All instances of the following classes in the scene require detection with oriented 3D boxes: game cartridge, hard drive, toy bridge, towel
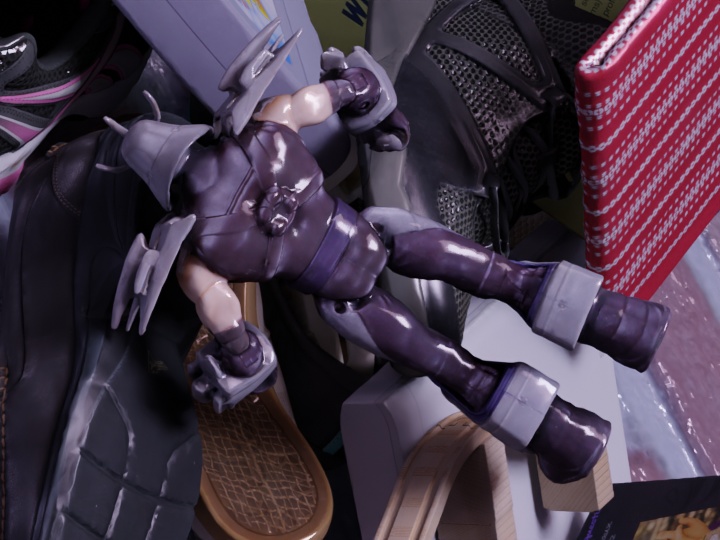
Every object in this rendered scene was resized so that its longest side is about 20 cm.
[{"bbox_3d":[-0.071,-0.125,0.886,0.200,0.040,0.134,49,19,-37],"label":"game cartridge"},{"bbox_3d":[0.056,0.075,0.956,0.200,0.026,0.133,-38,122,-56],"label":"hard drive"},{"bbox_3d":[0.042,0.087,0.873,0.200,0.027,0.068,-34,118,-57],"label":"toy bridge"},{"bbox_3d":[0.127,-0.068,0.924,0.022,0.200,0.145,31,68,22],"label":"towel"}]

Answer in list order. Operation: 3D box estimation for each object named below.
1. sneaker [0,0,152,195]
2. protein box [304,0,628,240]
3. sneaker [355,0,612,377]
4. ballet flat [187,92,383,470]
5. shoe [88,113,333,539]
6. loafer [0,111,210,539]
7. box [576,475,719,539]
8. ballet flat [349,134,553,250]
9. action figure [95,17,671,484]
[{"bbox_3d":[-0.113,-0.099,0.896,0.080,0.086,0.200,33,36,-8],"label":"sneaker"},{"bbox_3d":[0.096,-0.153,1.045,0.200,0.199,0.135,36,22,23],"label":"protein box"},{"bbox_3d":[0.055,-0.044,0.910,0.200,0.113,0.077,-83,171,-47],"label":"sneaker"},{"bbox_3d":[-0.020,-0.014,0.960,0.068,0.068,0.201,16,48,-40],"label":"ballet flat"},{"bbox_3d":[-0.066,0.031,0.888,0.069,0.053,0.201,-11,59,-18],"label":"shoe"},{"bbox_3d":[-0.097,0.044,0.817,0.073,0.072,0.201,42,50,-47],"label":"loafer"},{"bbox_3d":[0.169,0.150,0.903,0.122,0.200,0.106,38,66,-21],"label":"box"},{"bbox_3d":[0.051,-0.049,1.097,0.199,0.046,0.068,5,57,-48],"label":"ballet flat"},{"bbox_3d":[0.000,0.000,0.800,0.199,0.131,0.069,29,4,-10],"label":"action figure"}]
